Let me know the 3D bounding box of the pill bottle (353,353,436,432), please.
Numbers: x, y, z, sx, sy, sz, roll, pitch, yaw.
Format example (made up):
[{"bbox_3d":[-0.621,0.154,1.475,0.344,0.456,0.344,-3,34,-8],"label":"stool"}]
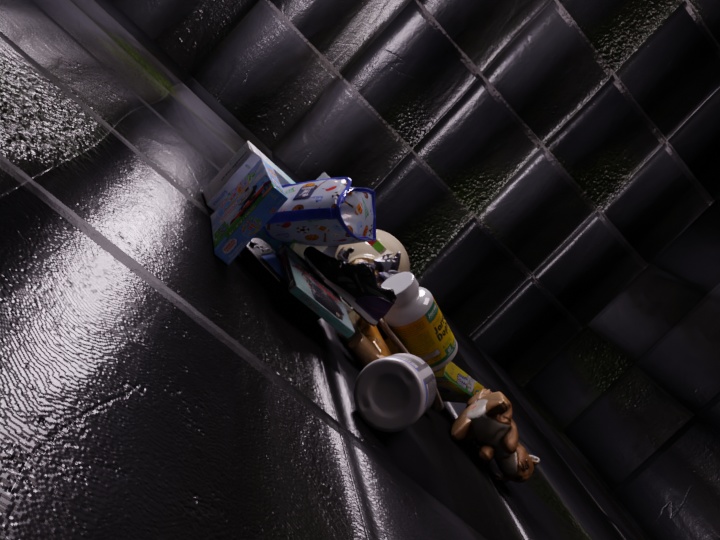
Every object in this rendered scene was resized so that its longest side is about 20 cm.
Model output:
[{"bbox_3d":[0.065,0.196,1.110,0.114,0.114,0.200,46,7,13],"label":"pill bottle"}]

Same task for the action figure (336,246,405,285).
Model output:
[{"bbox_3d":[0.000,0.000,1.481,0.199,0.070,0.131,1,45,-27],"label":"action figure"}]

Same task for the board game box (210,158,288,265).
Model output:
[{"bbox_3d":[-0.202,-0.109,1.187,0.037,0.151,0.200,39,8,-25],"label":"board game box"}]

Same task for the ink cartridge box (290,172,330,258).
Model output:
[{"bbox_3d":[-0.108,-0.112,1.550,0.117,0.200,0.067,38,9,-39],"label":"ink cartridge box"}]

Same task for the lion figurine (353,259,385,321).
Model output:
[{"bbox_3d":[0.030,0.067,1.539,0.200,0.072,0.123,-124,-158,-50],"label":"lion figurine"}]

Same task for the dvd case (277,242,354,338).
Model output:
[{"bbox_3d":[-0.085,0.033,1.236,0.146,0.022,0.200,41,8,-24],"label":"dvd case"}]

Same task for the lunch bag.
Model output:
[{"bbox_3d":[-0.076,-0.108,1.267,0.200,0.169,0.125,-10,96,-69],"label":"lunch bag"}]

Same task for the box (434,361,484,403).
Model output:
[{"bbox_3d":[0.186,0.249,1.538,0.117,0.049,0.200,-5,-34,41],"label":"box"}]

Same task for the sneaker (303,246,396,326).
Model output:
[{"bbox_3d":[-0.017,0.008,1.300,0.200,0.088,0.076,42,9,-3],"label":"sneaker"}]

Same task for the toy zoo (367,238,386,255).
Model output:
[{"bbox_3d":[-0.026,-0.119,1.449,0.131,0.020,0.200,52,8,36],"label":"toy zoo"}]

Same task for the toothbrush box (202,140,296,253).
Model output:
[{"bbox_3d":[-0.205,-0.144,1.403,0.200,0.146,0.085,39,8,-31],"label":"toothbrush box"}]

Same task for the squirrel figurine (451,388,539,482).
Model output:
[{"bbox_3d":[0.305,0.363,1.465,0.187,0.141,0.200,51,9,-3],"label":"squirrel figurine"}]

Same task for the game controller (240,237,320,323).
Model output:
[{"bbox_3d":[-0.139,0.015,1.233,0.200,0.042,0.104,46,23,6],"label":"game controller"}]

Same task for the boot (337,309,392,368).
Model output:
[{"bbox_3d":[0.027,0.161,1.338,0.144,0.071,0.201,49,8,-19],"label":"boot"}]

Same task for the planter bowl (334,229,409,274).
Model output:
[{"bbox_3d":[0.020,0.009,1.677,0.200,0.200,0.135,44,17,-6],"label":"planter bowl"}]

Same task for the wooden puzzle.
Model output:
[{"bbox_3d":[0.085,0.191,1.402,0.200,0.037,0.185,44,-16,43],"label":"wooden puzzle"}]

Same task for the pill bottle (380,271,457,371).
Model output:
[{"bbox_3d":[0.117,0.106,1.407,0.201,0.112,0.113,60,0,-24],"label":"pill bottle"}]

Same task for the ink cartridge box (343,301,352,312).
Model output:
[{"bbox_3d":[-0.081,0.038,1.472,0.200,0.048,0.146,44,7,-30],"label":"ink cartridge box"}]
